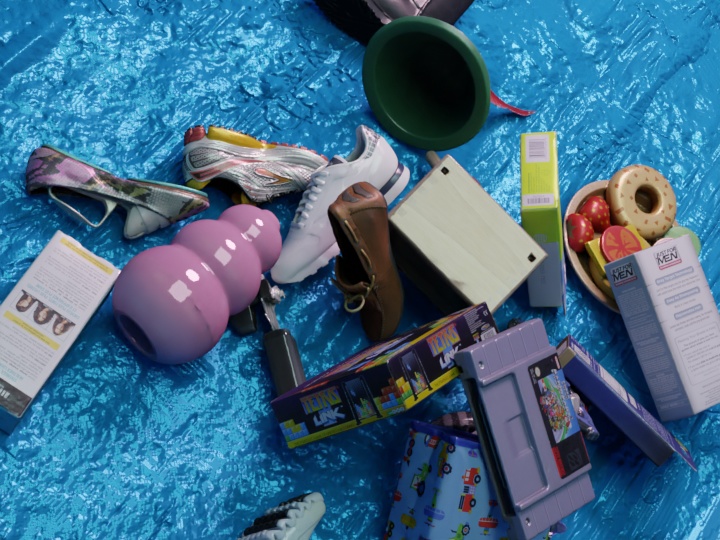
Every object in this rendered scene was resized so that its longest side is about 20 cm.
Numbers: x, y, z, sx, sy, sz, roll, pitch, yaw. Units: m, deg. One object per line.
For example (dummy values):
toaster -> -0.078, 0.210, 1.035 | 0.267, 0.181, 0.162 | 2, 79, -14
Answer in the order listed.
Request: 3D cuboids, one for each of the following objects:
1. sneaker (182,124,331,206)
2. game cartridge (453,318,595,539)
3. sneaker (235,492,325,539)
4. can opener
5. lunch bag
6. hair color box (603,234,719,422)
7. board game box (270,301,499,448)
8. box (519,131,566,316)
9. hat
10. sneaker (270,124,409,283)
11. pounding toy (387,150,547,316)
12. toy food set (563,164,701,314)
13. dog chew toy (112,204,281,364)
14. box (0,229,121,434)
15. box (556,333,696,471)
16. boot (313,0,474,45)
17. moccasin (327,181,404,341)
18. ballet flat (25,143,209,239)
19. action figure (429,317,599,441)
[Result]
sneaker -> -0.110, -0.102, 1.621 | 0.199, 0.078, 0.083 | 11, 77, -17
game cartridge -> 0.172, 0.160, 1.456 | 0.129, 0.038, 0.201 | -19, 94, -40
sneaker -> -0.095, 0.302, 1.408 | 0.081, 0.075, 0.200 | 50, 56, -10
can opener -> -0.096, 0.089, 1.536 | 0.066, 0.053, 0.201 | -22, 69, 4
lunch bag -> 0.138, 0.254, 1.491 | 0.199, 0.094, 0.152 | 14, 89, -29
hair color box -> 0.376, 0.068, 1.701 | 0.099, 0.061, 0.201 | -17, 86, -34
board game box -> 0.030, 0.106, 1.470 | 0.200, 0.165, 0.057 | -26, 94, -53
box -> 0.215, -0.051, 1.675 | 0.047, 0.201, 0.123 | -2, 51, 9
hat -> 0.110, -0.254, 1.773 | 0.164, 0.201, 0.176 | 6, 34, 22
sneaker -> -0.038, -0.070, 1.589 | 0.200, 0.076, 0.081 | -48, 115, -11
pounding toy -> 0.110, -0.047, 1.625 | 0.142, 0.200, 0.184 | -44, 88, -10
toy food set -> 0.345, -0.029, 1.791 | 0.199, 0.049, 0.199 | -21, 77, -34
dog chew toy -> -0.162, 0.005, 1.486 | 0.125, 0.125, 0.200 | 46, 65, 4
box -> -0.328, 0.060, 1.436 | 0.082, 0.049, 0.201 | 33, 55, -4
box -> 0.302, 0.159, 1.639 | 0.200, 0.121, 0.032 | 43, 99, 4
boot -> 0.044, -0.364, 1.819 | 0.200, 0.076, 0.169 | 36, 58, -11
moccasin -> 0.001, 0.001, 1.544 | 0.077, 0.202, 0.074 | -31, 50, -21
ballet flat -> -0.266, -0.075, 1.537 | 0.199, 0.069, 0.072 | 17, 76, -11
action figure -> 0.174, 0.143, 1.619 | 0.192, 0.105, 0.200 | 13, 31, -25
